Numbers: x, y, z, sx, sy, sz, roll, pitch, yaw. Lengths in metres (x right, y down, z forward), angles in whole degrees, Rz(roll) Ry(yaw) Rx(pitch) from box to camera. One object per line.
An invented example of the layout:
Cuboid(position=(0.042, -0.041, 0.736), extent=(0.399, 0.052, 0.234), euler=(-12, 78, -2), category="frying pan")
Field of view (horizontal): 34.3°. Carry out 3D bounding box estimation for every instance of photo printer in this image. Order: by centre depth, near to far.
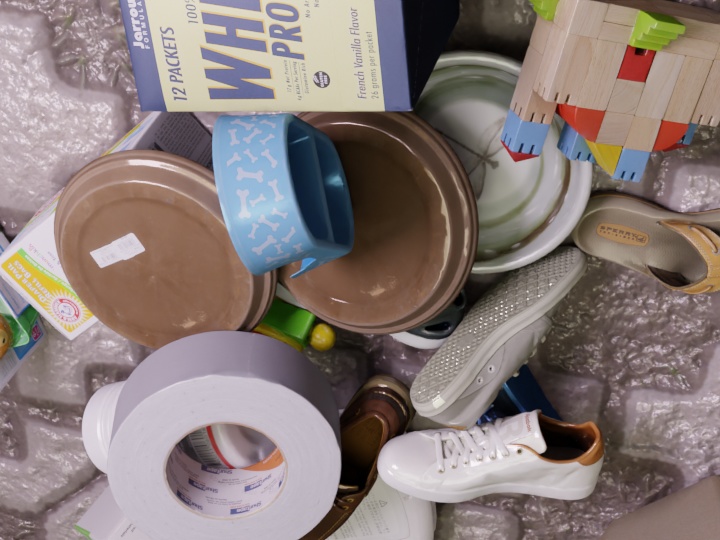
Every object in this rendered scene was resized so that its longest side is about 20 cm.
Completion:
Cuboid(position=(-0.026, 0.222, 1.192), extent=(0.198, 0.070, 0.167), euler=(-13, 115, 21), category="photo printer")

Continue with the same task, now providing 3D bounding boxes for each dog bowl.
Cuboid(position=(-0.049, -0.055, 0.841), extent=(0.049, 0.200, 0.113), euler=(-12, 86, 12), category="dog bowl")

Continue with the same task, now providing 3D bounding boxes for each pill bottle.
Cuboid(position=(-0.171, 0.147, 1.145), extent=(0.199, 0.114, 0.114), euler=(-11, 119, 36), category="pill bottle")

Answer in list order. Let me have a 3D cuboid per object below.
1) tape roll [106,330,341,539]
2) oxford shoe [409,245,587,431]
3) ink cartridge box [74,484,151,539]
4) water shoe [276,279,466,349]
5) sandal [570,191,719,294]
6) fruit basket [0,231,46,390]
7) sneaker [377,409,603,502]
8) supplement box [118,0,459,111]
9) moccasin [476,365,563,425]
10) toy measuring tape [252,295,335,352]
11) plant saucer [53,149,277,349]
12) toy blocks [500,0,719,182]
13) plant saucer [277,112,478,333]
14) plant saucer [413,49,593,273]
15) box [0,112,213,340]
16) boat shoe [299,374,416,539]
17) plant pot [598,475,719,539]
Cuboid(position=(-0.115, 0.153, 1.004), extent=(0.198, 0.066, 0.202), euler=(-2, 122, -3), category="tape roll")
Cuboid(position=(0.125, 0.059, 1.004), extent=(0.200, 0.075, 0.058), euler=(-47, 116, -11), category="oxford shoe")
Cuboid(position=(-0.193, 0.313, 1.248), extent=(0.200, 0.084, 0.145), euler=(46, 158, -16), category="ink cartridge box")
Cuboid(position=(0.000, 0.000, 1.034), extent=(0.198, 0.072, 0.079), euler=(20, 142, 1), category="water shoe")
Cuboid(position=(0.271, -0.015, 0.971), extent=(0.198, 0.054, 0.081), euler=(12, 124, 8), category="sandal")
Cuboid(position=(-0.388, 0.045, 1.100), extent=(0.093, 0.200, 0.186), euler=(-17, 115, 25), category="fruit basket")
Cuboid(position=(0.115, 0.151, 1.020), extent=(0.198, 0.073, 0.085), euler=(0, 133, -6), category="sneaker")
Cuboid(position=(-0.044, -0.213, 0.843), extent=(0.198, 0.200, 0.135), euler=(2, 120, 15), category="supplement box")
Cuboid(position=(0.135, 0.135, 1.087), extent=(0.068, 0.081, 0.201), euler=(-25, 111, 25), category="moccasin")
Cuboid(position=(-0.110, 0.035, 1.109), extent=(0.199, 0.074, 0.074), euler=(20, 126, 20), category="toy measuring tape")
Cuboid(position=(-0.167, -0.007, 0.976), extent=(0.198, 0.030, 0.201), euler=(8, 126, 11), category="plant saucer")
Cuboid(position=(0.195, -0.132, 0.872), extent=(0.198, 0.100, 0.138), euler=(5, 117, -20), category="toy blocks")
Cuboid(position=(-0.002, -0.039, 0.954), extent=(0.198, 0.029, 0.202), euler=(8, 111, 23), category="plant saucer")
Cuboid(position=(0.094, -0.094, 0.972), extent=(0.198, 0.050, 0.202), euler=(7, 123, 10), category="plant saucer")
Cuboid(position=(-0.216, -0.044, 1.049), extent=(0.199, 0.113, 0.101), euler=(-33, 110, 30), category="box")
Cuboid(position=(-0.021, 0.187, 1.091), extent=(0.072, 0.068, 0.201), euler=(34, 115, 4), category="boat shoe")
Cuboid(position=(0.317, 0.314, 1.091), extent=(0.199, 0.177, 0.200), euler=(-33, 108, 29), category="plant pot")
